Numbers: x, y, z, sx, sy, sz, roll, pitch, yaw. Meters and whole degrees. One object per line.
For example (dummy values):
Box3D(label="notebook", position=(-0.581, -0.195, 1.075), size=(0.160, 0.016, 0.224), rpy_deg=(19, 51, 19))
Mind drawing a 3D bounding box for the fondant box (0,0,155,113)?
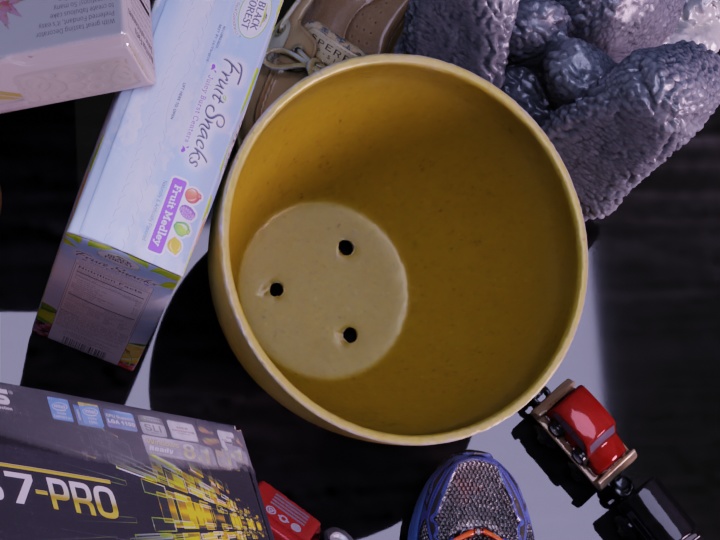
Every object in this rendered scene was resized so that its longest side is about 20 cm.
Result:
Box3D(label="fondant box", position=(-0.184, -0.177, 1.468), size=(0.144, 0.058, 0.201), rpy_deg=(-10, 64, 8))

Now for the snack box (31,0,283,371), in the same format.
Box3D(label="snack box", position=(-0.106, -0.055, 1.543), size=(0.067, 0.200, 0.169), rpy_deg=(20, 73, -4))

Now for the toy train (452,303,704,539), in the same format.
Box3D(label="toy train", position=(0.119, 0.087, 1.626), size=(0.034, 0.046, 0.200), rpy_deg=(-39, 84, -18))

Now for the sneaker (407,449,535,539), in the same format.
Box3D(label="sneaker", position=(0.067, 0.191, 1.570), size=(0.075, 0.078, 0.201), rpy_deg=(0, 75, -11))

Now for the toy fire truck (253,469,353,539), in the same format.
Box3D(label="toy fire truck", position=(-0.036, 0.188, 1.528), size=(0.200, 0.049, 0.141), rpy_deg=(36, 33, 0))

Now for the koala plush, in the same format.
Box3D(label="koala plush", position=(0.116, -0.136, 1.647), size=(0.177, 0.184, 0.200), rpy_deg=(33, 50, 0))

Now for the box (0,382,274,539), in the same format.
Box3D(label="box", position=(-0.132, 0.132, 1.430), size=(0.199, 0.049, 0.161), rpy_deg=(13, 37, -31))

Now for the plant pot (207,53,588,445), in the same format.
Box3D(label="plant pot", position=(0.000, 0.000, 1.569), size=(0.199, 0.142, 0.201), rpy_deg=(4, 79, -20))

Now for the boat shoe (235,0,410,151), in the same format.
Box3D(label="boat shoe", position=(-0.006, -0.138, 1.656), size=(0.073, 0.063, 0.200), rpy_deg=(29, 72, -2))
